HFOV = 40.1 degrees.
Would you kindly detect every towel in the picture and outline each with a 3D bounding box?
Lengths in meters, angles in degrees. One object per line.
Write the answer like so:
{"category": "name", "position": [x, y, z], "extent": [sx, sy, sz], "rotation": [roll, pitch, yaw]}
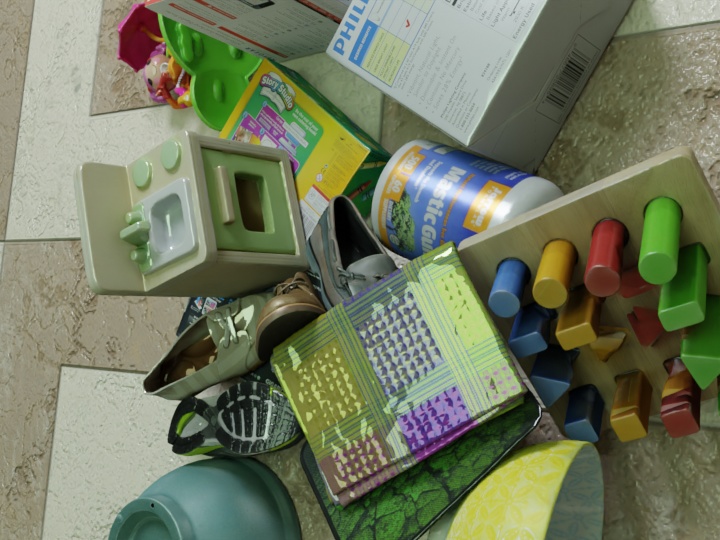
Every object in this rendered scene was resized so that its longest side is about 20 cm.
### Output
{"category": "towel", "position": [0.023, 0.084, 0.786], "extent": [0.199, 0.023, 0.145], "rotation": [-34, 71, 23]}

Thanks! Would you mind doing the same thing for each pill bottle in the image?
{"category": "pill bottle", "position": [0.115, -0.038, 0.876], "extent": [0.199, 0.111, 0.114], "rotation": [25, 97, 38]}

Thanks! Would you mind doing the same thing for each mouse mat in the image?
{"category": "mouse mat", "position": [0.040, 0.134, 0.800], "extent": [0.200, 0.008, 0.161], "rotation": [-44, 39, 7]}

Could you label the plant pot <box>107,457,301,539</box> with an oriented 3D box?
{"category": "plant pot", "position": [-0.178, 0.294, 1.026], "extent": [0.198, 0.133, 0.204], "rotation": [-8, 77, 36]}

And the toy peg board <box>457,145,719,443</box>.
{"category": "toy peg board", "position": [0.193, 0.047, 0.742], "extent": [0.197, 0.098, 0.201], "rotation": [-23, 110, 30]}

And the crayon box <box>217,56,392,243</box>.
{"category": "crayon box", "position": [-0.063, -0.125, 1.059], "extent": [0.200, 0.058, 0.119], "rotation": [45, 109, 33]}

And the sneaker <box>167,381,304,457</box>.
{"category": "sneaker", "position": [-0.116, 0.159, 1.024], "extent": [0.198, 0.080, 0.075], "rotation": [-10, 70, 47]}

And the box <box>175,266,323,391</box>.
{"category": "box", "position": [-0.101, 0.037, 1.067], "extent": [0.199, 0.046, 0.161], "rotation": [25, 97, 37]}

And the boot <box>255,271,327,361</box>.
{"category": "boot", "position": [-0.064, 0.038, 0.896], "extent": [0.073, 0.200, 0.076], "rotation": [-20, 78, 2]}

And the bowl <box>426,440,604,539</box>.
{"category": "bowl", "position": [0.113, 0.225, 0.769], "extent": [0.106, 0.199, 0.204], "rotation": [7, 86, 28]}

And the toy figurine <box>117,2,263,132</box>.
{"category": "toy figurine", "position": [-0.215, -0.257, 1.172], "extent": [0.183, 0.149, 0.204], "rotation": [-1, 96, 49]}

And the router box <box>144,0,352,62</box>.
{"category": "router box", "position": [-0.090, -0.280, 1.017], "extent": [0.177, 0.199, 0.050], "rotation": [-4, 80, 36]}

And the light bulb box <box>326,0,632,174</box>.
{"category": "light bulb box", "position": [0.108, -0.229, 0.906], "extent": [0.200, 0.124, 0.200], "rotation": [39, 106, 35]}

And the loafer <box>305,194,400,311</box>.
{"category": "loafer", "position": [0.000, 0.000, 0.875], "extent": [0.200, 0.071, 0.064], "rotation": [54, 134, 52]}

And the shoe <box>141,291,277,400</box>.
{"category": "shoe", "position": [-0.154, 0.084, 1.036], "extent": [0.199, 0.053, 0.071], "rotation": [-35, 64, 28]}

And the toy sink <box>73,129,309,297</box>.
{"category": "toy sink", "position": [-0.159, -0.053, 0.961], "extent": [0.111, 0.198, 0.132], "rotation": [-23, 73, 38]}
